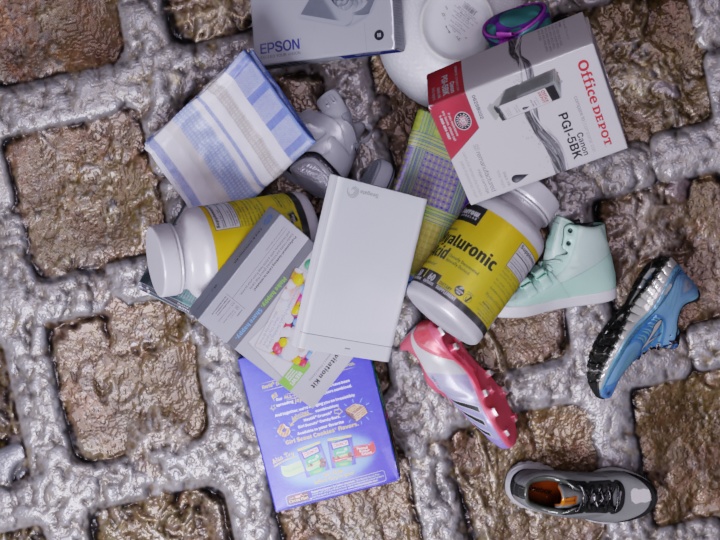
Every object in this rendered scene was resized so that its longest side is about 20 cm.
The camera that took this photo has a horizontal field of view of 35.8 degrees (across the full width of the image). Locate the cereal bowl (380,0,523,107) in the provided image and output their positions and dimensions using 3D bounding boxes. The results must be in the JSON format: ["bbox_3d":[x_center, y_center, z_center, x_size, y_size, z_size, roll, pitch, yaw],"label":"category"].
[{"bbox_3d":[0.117,-0.305,1.407,0.196,0.083,0.204,0,93,0],"label":"cereal bowl"}]

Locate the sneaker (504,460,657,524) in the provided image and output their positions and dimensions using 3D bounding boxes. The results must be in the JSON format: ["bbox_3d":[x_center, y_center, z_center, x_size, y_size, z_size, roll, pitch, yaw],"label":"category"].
[{"bbox_3d":[0.288,0.293,1.442,0.196,0.079,0.075,4,91,-2],"label":"sneaker"}]

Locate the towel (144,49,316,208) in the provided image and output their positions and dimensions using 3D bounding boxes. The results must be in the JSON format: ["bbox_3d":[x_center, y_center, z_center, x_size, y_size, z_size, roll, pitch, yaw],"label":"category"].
[{"bbox_3d":[-0.165,-0.157,1.378,0.199,0.024,0.148,-36,89,26],"label":"towel"}]

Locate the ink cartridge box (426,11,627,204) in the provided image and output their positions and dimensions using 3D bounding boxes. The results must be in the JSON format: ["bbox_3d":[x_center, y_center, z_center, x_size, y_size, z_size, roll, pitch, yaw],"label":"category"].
[{"bbox_3d":[0.192,-0.185,1.291,0.197,0.083,0.148,-20,123,15],"label":"ink cartridge box"}]

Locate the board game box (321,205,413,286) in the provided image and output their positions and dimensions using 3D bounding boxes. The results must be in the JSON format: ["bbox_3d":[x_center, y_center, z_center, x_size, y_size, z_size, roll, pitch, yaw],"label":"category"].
[{"bbox_3d":[0.061,-0.043,1.442,0.197,0.034,0.138,-14,92,0],"label":"board game box"}]

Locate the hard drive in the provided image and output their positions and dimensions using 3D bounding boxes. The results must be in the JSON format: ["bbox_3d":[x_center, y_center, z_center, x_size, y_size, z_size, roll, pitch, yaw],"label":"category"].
[{"bbox_3d":[0.000,0.000,1.317,0.130,0.027,0.203,11,93,-33],"label":"hard drive"}]

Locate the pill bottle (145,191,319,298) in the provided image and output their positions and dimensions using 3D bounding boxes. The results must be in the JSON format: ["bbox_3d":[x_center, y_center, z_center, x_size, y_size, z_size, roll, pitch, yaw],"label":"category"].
[{"bbox_3d":[-0.154,-0.027,1.354,0.197,0.112,0.114,-11,93,-23],"label":"pill bottle"}]

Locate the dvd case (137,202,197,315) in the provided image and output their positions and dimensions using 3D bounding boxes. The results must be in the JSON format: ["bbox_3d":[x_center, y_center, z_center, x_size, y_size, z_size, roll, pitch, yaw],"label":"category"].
[{"bbox_3d":[-0.162,0.007,1.412,0.198,0.022,0.147,26,57,-3],"label":"dvd case"}]

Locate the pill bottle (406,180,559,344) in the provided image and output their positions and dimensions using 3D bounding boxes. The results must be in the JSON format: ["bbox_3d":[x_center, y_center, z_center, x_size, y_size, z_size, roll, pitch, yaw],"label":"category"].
[{"bbox_3d":[0.154,-0.021,1.356,0.111,0.111,0.201,37,81,-2],"label":"pill bottle"}]

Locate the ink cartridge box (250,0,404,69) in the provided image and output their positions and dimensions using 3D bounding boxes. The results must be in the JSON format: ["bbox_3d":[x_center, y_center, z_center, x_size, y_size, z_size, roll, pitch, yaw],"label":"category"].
[{"bbox_3d":[-0.046,-0.364,1.391,0.196,0.041,0.204,-4,92,21],"label":"ink cartridge box"}]

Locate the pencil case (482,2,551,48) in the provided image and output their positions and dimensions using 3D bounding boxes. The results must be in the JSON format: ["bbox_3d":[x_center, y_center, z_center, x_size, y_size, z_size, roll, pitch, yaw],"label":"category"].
[{"bbox_3d":[0.211,-0.222,1.369,0.084,0.093,0.202,2,127,33],"label":"pencil case"}]

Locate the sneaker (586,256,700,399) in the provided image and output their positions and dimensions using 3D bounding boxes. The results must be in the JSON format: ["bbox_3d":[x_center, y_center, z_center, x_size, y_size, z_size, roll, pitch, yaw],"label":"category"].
[{"bbox_3d":[0.368,0.085,1.433,0.089,0.078,0.201,34,92,-5],"label":"sneaker"}]

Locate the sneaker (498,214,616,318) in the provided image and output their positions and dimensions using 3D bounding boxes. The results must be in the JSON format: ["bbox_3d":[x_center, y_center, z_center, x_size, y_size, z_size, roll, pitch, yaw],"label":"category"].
[{"bbox_3d":[0.226,-0.008,1.426,0.197,0.074,0.120,-10,100,-10],"label":"sneaker"}]

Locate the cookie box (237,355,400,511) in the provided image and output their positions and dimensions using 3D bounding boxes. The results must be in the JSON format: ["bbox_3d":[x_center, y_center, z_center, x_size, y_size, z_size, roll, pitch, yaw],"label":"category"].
[{"bbox_3d":[-0.051,0.184,1.434,0.168,0.075,0.203,-14,93,0],"label":"cookie box"}]

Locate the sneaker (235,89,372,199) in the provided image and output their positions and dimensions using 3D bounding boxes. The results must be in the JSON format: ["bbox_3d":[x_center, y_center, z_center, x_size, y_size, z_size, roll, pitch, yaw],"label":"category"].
[{"bbox_3d":[-0.082,-0.182,1.418,0.198,0.075,0.116,32,76,13],"label":"sneaker"}]

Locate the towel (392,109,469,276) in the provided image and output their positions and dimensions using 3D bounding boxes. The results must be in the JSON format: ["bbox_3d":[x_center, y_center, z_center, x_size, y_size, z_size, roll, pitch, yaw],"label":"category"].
[{"bbox_3d":[0.094,-0.084,1.385,0.142,0.023,0.203,17,93,-31],"label":"towel"}]

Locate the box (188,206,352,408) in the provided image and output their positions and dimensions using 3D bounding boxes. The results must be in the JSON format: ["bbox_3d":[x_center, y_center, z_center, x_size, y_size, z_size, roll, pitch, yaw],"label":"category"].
[{"bbox_3d":[-0.082,0.047,1.327,0.156,0.041,0.200,-50,122,-3],"label":"box"}]

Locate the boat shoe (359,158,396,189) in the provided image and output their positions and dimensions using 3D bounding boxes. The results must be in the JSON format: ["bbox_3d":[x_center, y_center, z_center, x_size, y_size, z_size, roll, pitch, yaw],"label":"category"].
[{"bbox_3d":[0.005,-0.039,1.399,0.061,0.072,0.203,20,102,-16],"label":"boat shoe"}]

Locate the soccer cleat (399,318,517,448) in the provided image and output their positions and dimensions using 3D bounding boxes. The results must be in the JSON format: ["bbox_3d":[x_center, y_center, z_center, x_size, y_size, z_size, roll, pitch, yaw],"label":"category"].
[{"bbox_3d":[0.131,0.150,1.448,0.076,0.067,0.201,-30,100,32],"label":"soccer cleat"}]
